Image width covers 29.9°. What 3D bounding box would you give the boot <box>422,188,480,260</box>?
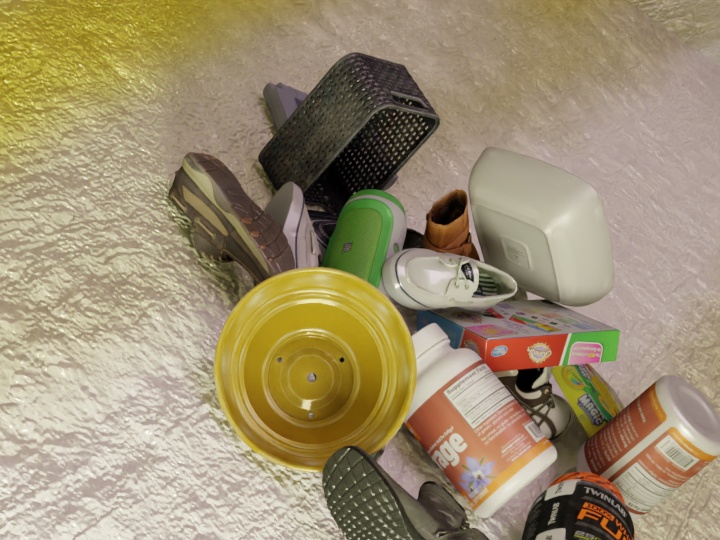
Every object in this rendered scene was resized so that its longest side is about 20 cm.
[{"bbox_3d":[0.114,-0.038,1.736,0.076,0.156,0.200,11,33,18],"label":"boot"}]

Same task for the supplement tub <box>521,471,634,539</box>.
[{"bbox_3d":[0.230,0.309,1.448,0.122,0.123,0.200,41,27,-5],"label":"supplement tub"}]

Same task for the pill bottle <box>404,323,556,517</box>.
[{"bbox_3d":[0.114,0.162,1.491,0.200,0.112,0.112,50,28,13],"label":"pill bottle"}]

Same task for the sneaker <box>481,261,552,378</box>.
[{"bbox_3d":[0.182,0.063,1.778,0.099,0.075,0.201,13,40,-46],"label":"sneaker"}]

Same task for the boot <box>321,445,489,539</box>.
[{"bbox_3d":[0.047,0.238,1.311,0.200,0.068,0.131,52,23,-2],"label":"boot"}]

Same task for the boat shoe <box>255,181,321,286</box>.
[{"bbox_3d":[-0.076,-0.020,1.550,0.066,0.072,0.201,34,29,-28],"label":"boat shoe"}]

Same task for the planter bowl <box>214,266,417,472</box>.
[{"bbox_3d":[-0.047,0.103,1.353,0.200,0.200,0.083,46,-12,4],"label":"planter bowl"}]

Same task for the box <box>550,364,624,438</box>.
[{"bbox_3d":[0.313,0.184,1.755,0.200,0.048,0.118,43,16,-56],"label":"box"}]

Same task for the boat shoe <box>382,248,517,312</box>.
[{"bbox_3d":[0.108,0.006,1.572,0.199,0.066,0.074,5,71,-50],"label":"boat shoe"}]

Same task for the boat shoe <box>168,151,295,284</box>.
[{"bbox_3d":[-0.144,-0.043,1.488,0.074,0.073,0.200,8,38,-53],"label":"boat shoe"}]

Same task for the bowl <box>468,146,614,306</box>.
[{"bbox_3d":[0.220,-0.043,1.714,0.199,0.201,0.075,25,56,38],"label":"bowl"}]

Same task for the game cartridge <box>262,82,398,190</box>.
[{"bbox_3d":[-0.040,-0.179,1.860,0.199,0.041,0.134,20,32,-39],"label":"game cartridge"}]

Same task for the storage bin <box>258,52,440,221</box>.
[{"bbox_3d":[-0.015,-0.163,1.687,0.135,0.200,0.094,5,46,-51],"label":"storage bin"}]

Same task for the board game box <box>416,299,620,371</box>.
[{"bbox_3d":[0.190,0.077,1.644,0.198,0.041,0.153,-2,14,-29],"label":"board game box"}]

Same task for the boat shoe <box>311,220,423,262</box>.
[{"bbox_3d":[0.009,-0.039,1.692,0.199,0.068,0.072,14,39,-45],"label":"boat shoe"}]

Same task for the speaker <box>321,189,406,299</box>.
[{"bbox_3d":[0.000,0.000,1.562,0.088,0.088,0.201,33,45,-20],"label":"speaker"}]

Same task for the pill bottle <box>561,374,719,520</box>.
[{"bbox_3d":[0.332,0.226,1.618,0.112,0.200,0.113,33,29,-21],"label":"pill bottle"}]

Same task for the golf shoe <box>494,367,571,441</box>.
[{"bbox_3d":[0.216,0.157,1.676,0.199,0.095,0.078,14,38,-47],"label":"golf shoe"}]

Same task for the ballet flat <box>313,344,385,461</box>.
[{"bbox_3d":[-0.015,0.111,1.435,0.072,0.072,0.201,-3,63,-55],"label":"ballet flat"}]
